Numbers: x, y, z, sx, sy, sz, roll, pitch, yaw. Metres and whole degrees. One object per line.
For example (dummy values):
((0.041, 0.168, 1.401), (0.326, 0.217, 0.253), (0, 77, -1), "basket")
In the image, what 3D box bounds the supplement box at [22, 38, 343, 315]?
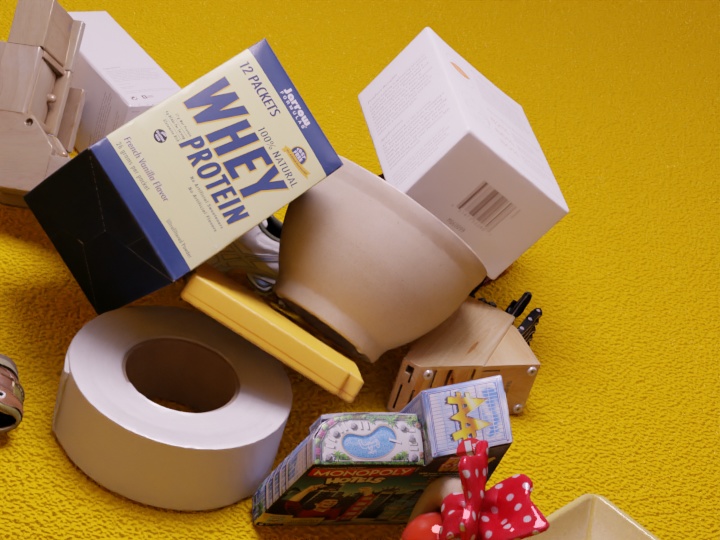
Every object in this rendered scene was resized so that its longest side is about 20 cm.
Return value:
((-0.161, -0.080, 1.570), (0.199, 0.200, 0.135), (-36, 98, -28), "supplement box")

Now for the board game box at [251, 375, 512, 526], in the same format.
((0.032, 0.150, 1.443), (0.198, 0.200, 0.062), (3, 62, -24), "board game box")

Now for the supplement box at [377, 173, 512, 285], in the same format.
((0.076, -0.043, 1.862), (0.131, 0.104, 0.200), (33, 35, 21), "supplement box")

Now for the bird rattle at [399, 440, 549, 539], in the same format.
((0.061, 0.223, 1.371), (0.112, 0.202, 0.163), (8, 9, -16), "bird rattle")

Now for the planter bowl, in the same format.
((0.000, 0.000, 1.649), (0.200, 0.135, 0.200), (36, -7, 5), "planter bowl")

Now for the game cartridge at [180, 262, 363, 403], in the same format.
((-0.082, 0.053, 1.575), (0.176, 0.033, 0.200), (33, 2, -5), "game cartridge")

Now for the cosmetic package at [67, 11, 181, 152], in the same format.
((-0.275, -0.189, 1.905), (0.084, 0.108, 0.200), (-8, 41, -36), "cosmetic package")

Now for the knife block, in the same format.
((0.094, 0.065, 1.741), (0.199, 0.064, 0.176), (0, 35, -27), "knife block")

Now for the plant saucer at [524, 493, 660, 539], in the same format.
((0.208, 0.291, 1.463), (0.200, 0.049, 0.199), (37, 35, 28), "plant saucer")

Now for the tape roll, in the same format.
((-0.163, 0.116, 1.521), (0.201, 0.071, 0.203), (13, 32, -9), "tape roll")

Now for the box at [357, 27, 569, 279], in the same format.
((0.099, -0.117, 1.736), (0.152, 0.106, 0.201), (36, 22, -31), "box")

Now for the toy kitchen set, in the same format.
((-0.264, -0.149, 1.774), (0.179, 0.202, 0.163), (9, -12, 14), "toy kitchen set")

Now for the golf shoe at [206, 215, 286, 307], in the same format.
((-0.129, -0.038, 1.755), (0.198, 0.098, 0.079), (14, 33, -4), "golf shoe")

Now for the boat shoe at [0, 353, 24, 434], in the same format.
((-0.373, 0.096, 1.440), (0.198, 0.072, 0.068), (3, 33, -23), "boat shoe")
